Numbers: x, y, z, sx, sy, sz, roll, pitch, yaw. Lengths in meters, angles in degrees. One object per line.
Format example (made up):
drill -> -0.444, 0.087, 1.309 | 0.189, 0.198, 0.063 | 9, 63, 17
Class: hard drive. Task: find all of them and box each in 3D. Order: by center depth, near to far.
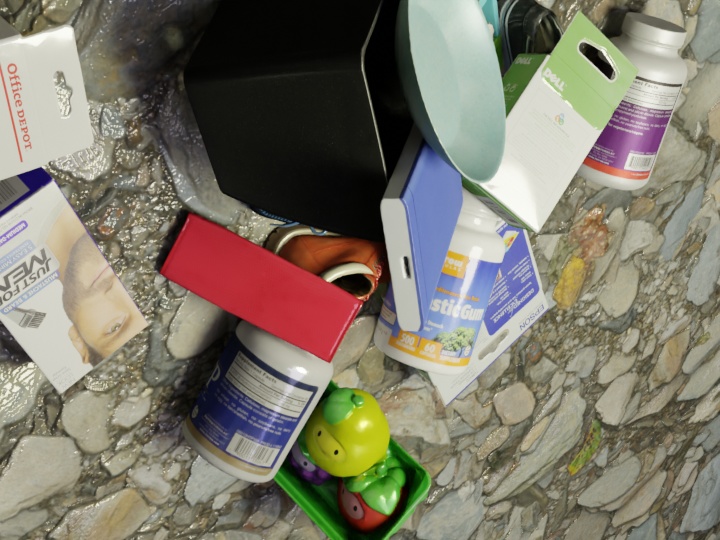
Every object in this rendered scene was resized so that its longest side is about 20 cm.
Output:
hard drive -> 0.059, -0.060, 0.992 | 0.201, 0.025, 0.133 | -67, 153, -52

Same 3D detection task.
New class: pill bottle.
pill bottle -> 0.093, 0.001, 1.205 | 0.111, 0.112, 0.202 | 6, 105, -44
pill bottle -> -0.099, 0.117, 1.210 | 0.119, 0.120, 0.201 | 21, 103, -47
pill bottle -> 0.332, -0.209, 1.370 | 0.112, 0.112, 0.202 | -6, 122, -39

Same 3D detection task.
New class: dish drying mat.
dish drying mat -> -0.101, 0.017, 1.127 | 0.199, 0.018, 0.077 | 28, 101, -10

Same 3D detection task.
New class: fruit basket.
fruit basket -> -0.021, 0.218, 1.287 | 0.156, 0.215, 0.216 | -48, 139, -3

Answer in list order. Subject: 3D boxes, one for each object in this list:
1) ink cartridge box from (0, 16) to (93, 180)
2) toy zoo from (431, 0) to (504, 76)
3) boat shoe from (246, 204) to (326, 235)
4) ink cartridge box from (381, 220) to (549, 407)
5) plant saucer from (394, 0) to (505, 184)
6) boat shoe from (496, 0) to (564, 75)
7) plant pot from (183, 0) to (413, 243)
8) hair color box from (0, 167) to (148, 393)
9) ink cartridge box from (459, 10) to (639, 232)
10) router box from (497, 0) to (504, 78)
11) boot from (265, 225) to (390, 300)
ink cartridge box -> -0.323, -0.128, 0.876 | 0.199, 0.068, 0.117 | -24, 132, -28
toy zoo -> 0.099, -0.243, 1.071 | 0.132, 0.020, 0.201 | -56, 146, -37
boat shoe -> -0.026, -0.081, 1.172 | 0.198, 0.069, 0.085 | -8, 123, -38
ink cartridge box -> 0.135, 0.039, 1.364 | 0.197, 0.047, 0.201 | -41, 138, -15
plant saucer -> 0.071, -0.171, 0.957 | 0.201, 0.038, 0.203 | 30, 55, -55
boat shoe -> 0.197, -0.205, 1.185 | 0.072, 0.071, 0.200 | -43, 136, -7
plant pot -> -0.044, -0.161, 0.988 | 0.201, 0.175, 0.201 | -74, 159, -43
hair color box -> -0.287, 0.007, 1.007 | 0.109, 0.065, 0.201 | -39, 139, -15
ink cartridge box -> 0.184, -0.151, 1.124 | 0.103, 0.059, 0.201 | 35, 86, -26
router box -> 0.090, -0.237, 1.170 | 0.149, 0.062, 0.201 | -36, 136, -20
boot -> 0.000, 0.000, 1.228 | 0.199, 0.107, 0.076 | -3, 119, -42
